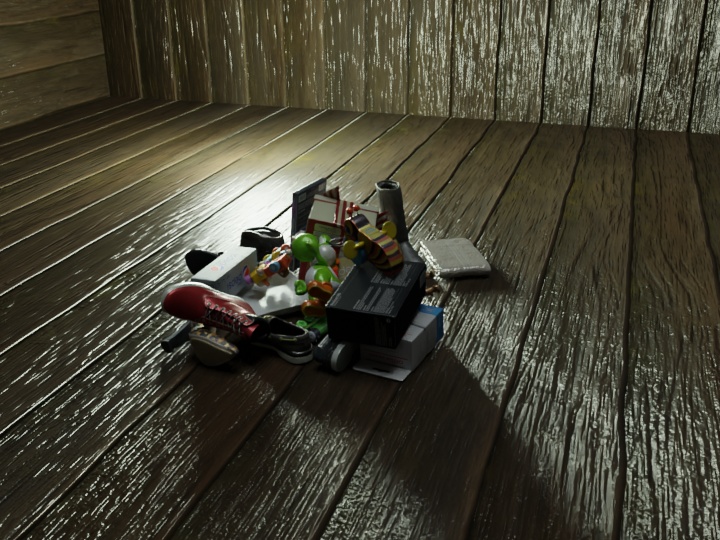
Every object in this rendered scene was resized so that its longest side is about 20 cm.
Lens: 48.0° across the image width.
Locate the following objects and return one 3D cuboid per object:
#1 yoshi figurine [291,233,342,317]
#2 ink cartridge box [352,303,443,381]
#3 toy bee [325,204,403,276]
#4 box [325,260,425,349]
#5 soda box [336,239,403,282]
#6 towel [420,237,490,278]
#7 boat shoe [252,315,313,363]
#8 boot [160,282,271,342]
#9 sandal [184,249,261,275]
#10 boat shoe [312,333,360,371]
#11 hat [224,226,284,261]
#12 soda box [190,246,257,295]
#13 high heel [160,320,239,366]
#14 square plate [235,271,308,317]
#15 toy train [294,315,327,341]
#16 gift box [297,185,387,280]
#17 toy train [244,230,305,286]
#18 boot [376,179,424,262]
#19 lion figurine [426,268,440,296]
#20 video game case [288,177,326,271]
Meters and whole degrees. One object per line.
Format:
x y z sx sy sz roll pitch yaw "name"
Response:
-0.104 -0.005 1.695 0.111 0.112 0.202 -20 40 17 "yoshi figurine"
0.075 0.132 1.582 0.114 0.068 0.200 10 25 25 "ink cartridge box"
0.000 -0.067 1.596 0.198 0.110 0.131 11 35 26 "toy bee"
0.034 0.056 1.560 0.139 0.080 0.200 10 33 19 "box"
0.000 0.000 1.776 0.197 0.069 0.064 -19 -14 7 "soda box"
0.231 -0.030 2.008 0.130 0.035 0.200 -6 24 -9 "towel"
-0.169 0.122 1.618 0.200 0.061 0.071 20 30 39 "boat shoe"
-0.271 0.085 1.538 0.198 0.073 0.144 14 11 -36 "boot"
-0.319 -0.010 1.926 0.197 0.076 0.045 9 25 2 "sandal"
-0.024 0.125 1.591 0.060 0.077 0.200 16 27 23 "boat shoe"
-0.252 -0.065 2.035 0.197 0.082 0.201 -1 24 0 "hat"
-0.299 0.013 1.796 0.063 0.069 0.200 6 24 18 "soda box"
-0.282 0.122 1.600 0.198 0.072 0.142 4 28 35 "high heel"
-0.209 0.060 1.809 0.198 0.029 0.198 -12 26 -26 "square plate"
-0.067 0.100 1.699 0.056 0.042 0.200 23 30 23 "toy train"
-0.040 -0.078 1.895 0.182 0.202 0.187 16 23 -3 "gift box"
-0.179 -0.014 1.822 0.149 0.056 0.200 -31 12 24 "toy train"
0.099 -0.107 1.973 0.072 0.203 0.181 -14 26 -28 "boot"
0.100 0.041 1.760 0.121 0.073 0.200 -16 -12 -6 "lion figurine"
-0.130 -0.115 1.995 0.019 0.203 0.143 17 28 22 "video game case"
